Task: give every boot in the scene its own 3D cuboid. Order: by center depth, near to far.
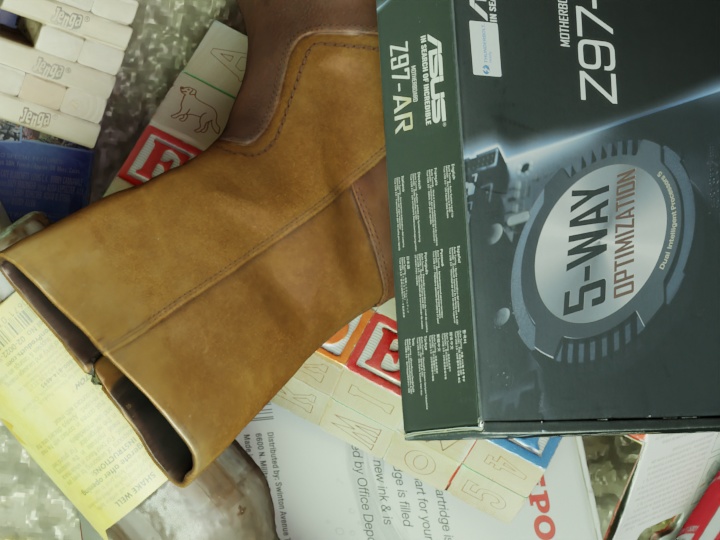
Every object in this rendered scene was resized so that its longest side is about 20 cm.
[{"bbox_3d":[-0.057,-0.045,0.877,0.200,0.068,0.188,-36,95,-31],"label":"boot"}]

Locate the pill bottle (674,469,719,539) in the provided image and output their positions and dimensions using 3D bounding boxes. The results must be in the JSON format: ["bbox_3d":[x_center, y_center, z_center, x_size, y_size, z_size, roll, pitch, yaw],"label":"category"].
[{"bbox_3d":[0.211,0.111,1.052,0.112,0.112,0.200,43,71,-20],"label":"pill bottle"}]

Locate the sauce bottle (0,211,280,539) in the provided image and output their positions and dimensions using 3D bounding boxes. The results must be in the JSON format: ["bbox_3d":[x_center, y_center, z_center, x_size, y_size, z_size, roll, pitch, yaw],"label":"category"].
[{"bbox_3d":[-0.079,0.072,0.885,0.065,0.065,0.200,-39,92,-3],"label":"sauce bottle"}]

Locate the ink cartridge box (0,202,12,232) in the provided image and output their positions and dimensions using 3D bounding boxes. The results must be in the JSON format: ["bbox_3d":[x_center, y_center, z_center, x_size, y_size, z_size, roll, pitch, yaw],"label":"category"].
[{"bbox_3d":[-0.227,0.030,0.939,0.200,0.067,0.117,-27,114,-2],"label":"ink cartridge box"}]

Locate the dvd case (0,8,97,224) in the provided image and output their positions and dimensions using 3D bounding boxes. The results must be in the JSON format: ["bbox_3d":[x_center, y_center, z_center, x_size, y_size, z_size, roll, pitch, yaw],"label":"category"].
[{"bbox_3d":[-0.171,-0.105,0.959,0.143,0.018,0.200,6,103,-16],"label":"dvd case"}]

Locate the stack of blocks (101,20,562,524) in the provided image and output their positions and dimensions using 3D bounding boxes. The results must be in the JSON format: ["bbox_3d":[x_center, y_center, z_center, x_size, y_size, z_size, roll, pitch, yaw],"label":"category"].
[{"bbox_3d":[0.000,0.000,0.947,0.200,0.059,0.115,28,60,3],"label":"stack of blocks"}]

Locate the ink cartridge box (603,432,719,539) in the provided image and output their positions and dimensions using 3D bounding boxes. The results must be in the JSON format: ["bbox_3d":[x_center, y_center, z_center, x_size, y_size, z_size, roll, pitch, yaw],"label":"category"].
[{"bbox_3d":[0.137,0.027,1.027,0.109,0.050,0.200,-9,122,-57],"label":"ink cartridge box"}]

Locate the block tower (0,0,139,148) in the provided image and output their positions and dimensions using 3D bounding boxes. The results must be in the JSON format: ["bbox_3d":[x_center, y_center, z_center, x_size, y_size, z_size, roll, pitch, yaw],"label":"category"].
[{"bbox_3d":[-0.102,-0.154,0.927,0.058,0.054,0.200,18,98,-20],"label":"block tower"}]

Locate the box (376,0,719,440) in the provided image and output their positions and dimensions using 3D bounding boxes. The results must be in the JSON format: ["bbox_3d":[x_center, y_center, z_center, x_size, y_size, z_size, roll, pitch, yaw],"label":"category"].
[{"bbox_3d":[0.083,-0.038,0.891,0.160,0.044,0.200,3,81,-39],"label":"box"}]

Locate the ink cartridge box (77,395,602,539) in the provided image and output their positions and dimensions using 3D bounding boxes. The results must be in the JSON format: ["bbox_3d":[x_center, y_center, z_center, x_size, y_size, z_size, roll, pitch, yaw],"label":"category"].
[{"bbox_3d":[-0.013,0.089,0.983,0.200,0.084,0.144,-4,67,-14],"label":"ink cartridge box"}]
